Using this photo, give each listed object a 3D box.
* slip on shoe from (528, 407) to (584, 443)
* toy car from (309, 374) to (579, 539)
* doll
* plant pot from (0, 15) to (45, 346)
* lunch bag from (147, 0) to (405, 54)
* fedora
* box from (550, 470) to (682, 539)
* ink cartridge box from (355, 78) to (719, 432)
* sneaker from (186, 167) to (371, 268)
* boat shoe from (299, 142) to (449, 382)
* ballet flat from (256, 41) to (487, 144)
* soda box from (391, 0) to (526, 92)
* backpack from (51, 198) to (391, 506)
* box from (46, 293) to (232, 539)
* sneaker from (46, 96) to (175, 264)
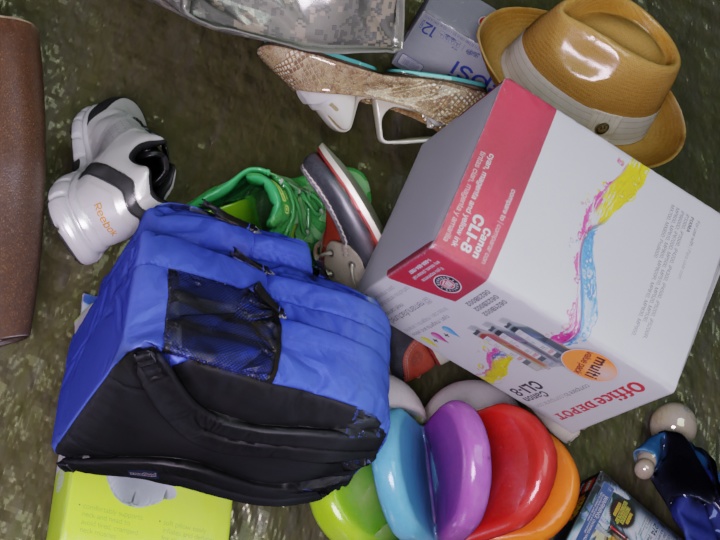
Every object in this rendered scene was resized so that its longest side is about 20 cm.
[{"bbox_3d":[0.110,0.041,1.239,0.061,0.076,0.200,-43,93,7],"label":"slip on shoe"},{"bbox_3d":[0.066,0.152,1.174,0.199,0.150,0.176,7,63,-26],"label":"toy car"},{"bbox_3d":[0.272,0.186,1.307,0.136,0.048,0.200,29,29,-33],"label":"doll"},{"bbox_3d":[-0.282,-0.044,1.078,0.186,0.187,0.201,-11,86,-33],"label":"plant pot"},{"bbox_3d":[-0.084,-0.238,1.269,0.199,0.164,0.118,-4,112,-30],"label":"lunch bag"},{"bbox_3d":[0.195,-0.172,1.338,0.200,0.082,0.201,19,41,-17],"label":"fedora"},{"bbox_3d":[0.187,0.272,1.251,0.137,0.040,0.200,40,53,-7],"label":"box"},{"bbox_3d":[0.127,-0.005,1.144,0.199,0.145,0.145,30,64,-12],"label":"ink cartridge box"},{"bbox_3d":[-0.064,-0.037,1.238,0.199,0.084,0.074,-20,76,-36],"label":"sneaker"},{"bbox_3d":[0.000,0.000,1.229,0.200,0.062,0.071,62,7,-22],"label":"boat shoe"},{"bbox_3d":[0.009,-0.140,1.341,0.199,0.071,0.066,11,91,-10],"label":"ballet flat"},{"bbox_3d":[0.131,-0.164,1.404,0.199,0.064,0.068,30,39,-5],"label":"soda box"},{"bbox_3d":[-0.077,0.056,1.078,0.199,0.163,0.168,19,55,-19],"label":"backpack"},{"bbox_3d":[-0.146,0.111,1.142,0.121,0.048,0.201,15,60,-22],"label":"box"},{"bbox_3d":[-0.163,-0.072,1.161,0.074,0.080,0.200,59,12,-27],"label":"sneaker"}]
